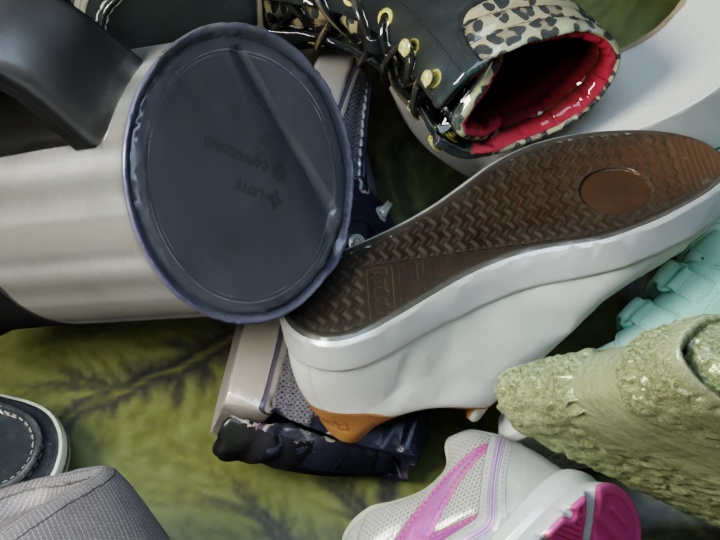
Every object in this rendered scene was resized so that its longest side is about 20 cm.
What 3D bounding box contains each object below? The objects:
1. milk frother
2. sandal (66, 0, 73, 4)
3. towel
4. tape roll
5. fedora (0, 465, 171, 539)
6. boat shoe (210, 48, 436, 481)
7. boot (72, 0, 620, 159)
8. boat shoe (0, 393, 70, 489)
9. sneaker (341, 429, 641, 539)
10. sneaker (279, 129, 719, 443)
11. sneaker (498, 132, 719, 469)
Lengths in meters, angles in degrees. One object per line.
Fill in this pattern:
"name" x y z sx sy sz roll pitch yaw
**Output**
"milk frother" -0.136 0.000 0.987 0.188 0.180 0.200 -5 71 46
"sandal" -0.133 -0.088 1.129 0.048 0.075 0.200 -25 68 -17
"towel" 0.163 0.073 0.975 0.200 0.148 0.037 25 70 -23
"tape roll" 0.103 -0.123 1.125 0.203 0.037 0.203 -11 50 13
"fedora" -0.141 0.142 0.968 0.200 0.177 0.090 -38 107 -30
"boat shoe" 0.000 0.000 1.098 0.093 0.075 0.200 15 69 -5
"boot" -0.006 -0.104 1.056 0.203 0.074 0.154 -18 44 -14
"boat shoe" -0.225 0.075 1.069 0.200 0.062 0.075 4 64 2
"sneaker" 0.020 0.147 1.021 0.200 0.081 0.088 -46 48 -5
"sneaker" 0.062 0.007 1.032 0.200 0.085 0.073 -22 43 -12
"sneaker" 0.133 0.005 1.082 0.200 0.074 0.118 -22 67 -12
